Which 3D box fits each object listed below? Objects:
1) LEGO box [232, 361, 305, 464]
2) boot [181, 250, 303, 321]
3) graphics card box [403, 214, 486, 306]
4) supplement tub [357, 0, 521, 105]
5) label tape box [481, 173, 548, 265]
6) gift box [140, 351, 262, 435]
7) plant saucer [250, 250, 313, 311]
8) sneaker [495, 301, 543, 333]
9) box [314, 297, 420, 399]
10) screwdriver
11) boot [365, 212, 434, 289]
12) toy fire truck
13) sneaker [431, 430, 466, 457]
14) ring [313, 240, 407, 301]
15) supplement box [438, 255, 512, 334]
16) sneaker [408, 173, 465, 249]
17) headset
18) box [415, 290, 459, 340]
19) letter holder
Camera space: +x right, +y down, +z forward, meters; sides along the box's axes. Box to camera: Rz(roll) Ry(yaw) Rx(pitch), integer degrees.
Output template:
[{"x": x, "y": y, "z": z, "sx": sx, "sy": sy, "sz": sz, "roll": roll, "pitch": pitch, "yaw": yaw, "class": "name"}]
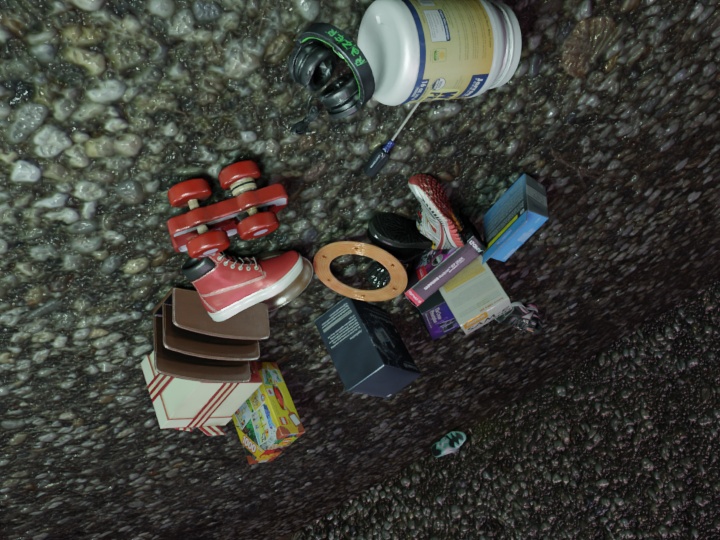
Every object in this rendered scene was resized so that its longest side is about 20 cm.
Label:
[{"x": -0.239, "y": 0.350, "z": 1.697, "sx": 0.077, "sy": 0.200, "sz": 0.149, "roll": 7, "pitch": 136, "yaw": -47, "class": "LEGO box"}, {"x": -0.212, "y": -0.013, "z": 1.241, "sx": 0.200, "sy": 0.072, "sz": 0.145, "roll": -29, "pitch": 120, "yaw": -7, "class": "boot"}, {"x": 0.176, "y": -0.023, "z": 1.511, "sx": 0.200, "sy": 0.126, "sz": 0.051, "roll": -40, "pitch": 111, "yaw": 16, "class": "graphics card box"}, {"x": 0.112, "y": -0.314, "z": 0.974, "sx": 0.199, "sy": 0.145, "sz": 0.145, "roll": -12, "pitch": 148, "yaw": -25, "class": "supplement tub"}, {"x": 0.328, "y": -0.096, "z": 1.467, "sx": 0.063, "sy": 0.200, "sz": 0.144, "roll": 31, "pitch": 126, "yaw": -12, "class": "label tape box"}, {"x": -0.327, "y": 0.231, "z": 1.448, "sx": 0.200, "sy": 0.185, "sz": 0.187, "roll": 16, "pitch": 128, "yaw": -44, "class": "gift box"}, {"x": -0.192, "y": 0.022, "z": 1.380, "sx": 0.200, "sy": 0.032, "sz": 0.200, "roll": -20, "pitch": 151, "yaw": -12, "class": "plant saucer"}, {"x": 0.501, "y": 0.151, "z": 2.125, "sx": 0.200, "sy": 0.086, "sz": 0.080, "roll": 0, "pitch": 140, "yaw": -40, "class": "sneaker"}, {"x": 0.019, "y": 0.188, "z": 1.655, "sx": 0.117, "sy": 0.200, "sz": 0.197, "roll": -37, "pitch": 151, "yaw": 17, "class": "box"}, {"x": 0.064, "y": -0.233, "z": 1.180, "sx": 0.028, "sy": 0.029, "sz": 0.200, "roll": -1, "pitch": 147, "yaw": -40, "class": "screwdriver"}, {"x": 0.054, "y": -0.034, "z": 1.449, "sx": 0.211, "sy": 0.080, "sz": 0.158, "roll": 9, "pitch": 135, "yaw": -49, "class": "boot"}, {"x": -0.217, "y": -0.088, "z": 1.124, "sx": 0.200, "sy": 0.112, "sz": 0.168, "roll": -21, "pitch": 175, "yaw": -11, "class": "toy fire truck"}, {"x": 0.424, "y": 0.767, "z": 3.084, "sx": 0.140, "sy": 0.078, "sz": 0.200, "roll": 3, "pitch": 149, "yaw": -45, "class": "sneaker"}, {"x": 0.000, "y": 0.000, "z": 1.422, "sx": 0.200, "sy": 0.019, "sz": 0.201, "roll": 10, "pitch": 146, "yaw": 7, "class": "ring"}, {"x": 0.243, "y": 0.028, "z": 1.586, "sx": 0.126, "sy": 0.200, "sz": 0.074, "roll": -30, "pitch": 152, "yaw": 5, "class": "supplement box"}, {"x": 0.141, "y": -0.108, "z": 1.374, "sx": 0.082, "sy": 0.078, "sz": 0.200, "roll": -16, "pitch": 132, "yaw": 23, "class": "sneaker"}, {"x": -0.053, "y": -0.254, "z": 0.957, "sx": 0.094, "sy": 0.123, "sz": 0.200, "roll": -46, "pitch": -178, "yaw": -18, "class": "headset"}, {"x": 0.219, "y": 0.089, "z": 1.796, "sx": 0.141, "sy": 0.079, "sz": 0.200, "roll": -31, "pitch": 151, "yaw": 0, "class": "box"}, {"x": -0.282, "y": 0.130, "z": 1.313, "sx": 0.200, "sy": 0.142, "sz": 0.101, "roll": 13, "pitch": 143, "yaw": -35, "class": "letter holder"}]
